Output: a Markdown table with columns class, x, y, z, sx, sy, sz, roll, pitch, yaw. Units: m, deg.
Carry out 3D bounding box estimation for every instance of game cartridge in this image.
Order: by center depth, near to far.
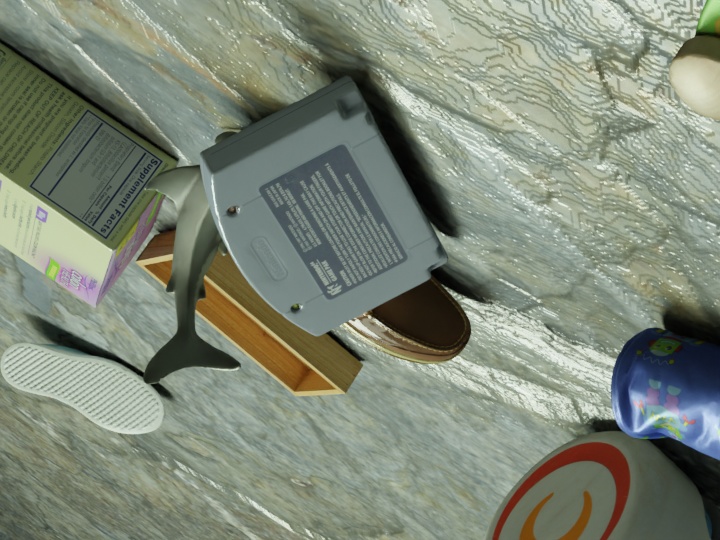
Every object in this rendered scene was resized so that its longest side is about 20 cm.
| class | x | y | z | sx | sy | sz | roll | pitch | yaw |
| --- | --- | --- | --- | --- | --- | --- | --- | --- | --- |
| game cartridge | -0.029 | -0.038 | 1.419 | 0.041 | 0.133 | 0.200 | 60 | 180 | 42 |

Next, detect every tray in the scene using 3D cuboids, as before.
| class | x | y | z | sx | sy | sz | roll | pitch | yaw |
| --- | --- | --- | --- | --- | --- | --- | --- | --- | --- |
| tray | -0.098 | 0.037 | 1.817 | 0.200 | 0.037 | 0.099 | 42 | 158 | -19 |

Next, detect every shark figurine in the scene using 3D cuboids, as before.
| class | x | y | z | sx | sy | sz | roll | pitch | yaw |
| --- | --- | --- | --- | --- | --- | --- | --- | --- | --- |
| shark figurine | -0.124 | -0.031 | 1.498 | 0.089 | 0.215 | 0.128 | 14 | -166 | -41 |

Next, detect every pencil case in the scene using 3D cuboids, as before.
| class | x | y | z | sx | sy | sz | roll | pitch | yaw |
| --- | --- | --- | --- | --- | --- | --- | --- | --- | --- |
| pencil case | 0.263 | 0.099 | 1.355 | 0.200 | 0.078 | 0.087 | 18 | 132 | 38 |

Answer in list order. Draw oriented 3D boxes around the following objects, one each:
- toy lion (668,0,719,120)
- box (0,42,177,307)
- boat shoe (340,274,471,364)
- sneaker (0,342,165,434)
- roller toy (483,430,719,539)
| class | x | y | z | sx | sy | sz | roll | pitch | yaw |
| --- | --- | --- | --- | --- | --- | --- | --- | --- | --- |
| toy lion | 0.263 | -0.102 | 0.947 | 0.200 | 0.069 | 0.192 | 32 | 152 | 5 |
| box | -0.271 | -0.082 | 1.719 | 0.200 | 0.097 | 0.176 | 35 | 159 | 0 |
| boat shoe | 0.000 | -0.001 | 1.534 | 0.200 | 0.072 | 0.068 | 37 | 161 | -3 |
| sneaker | -0.299 | 0.124 | 2.289 | 0.200 | 0.074 | 0.082 | 23 | -173 | 14 |
| roller toy | 0.197 | 0.234 | 1.598 | 0.140 | 0.200 | 0.182 | 43 | 152 | -25 |
